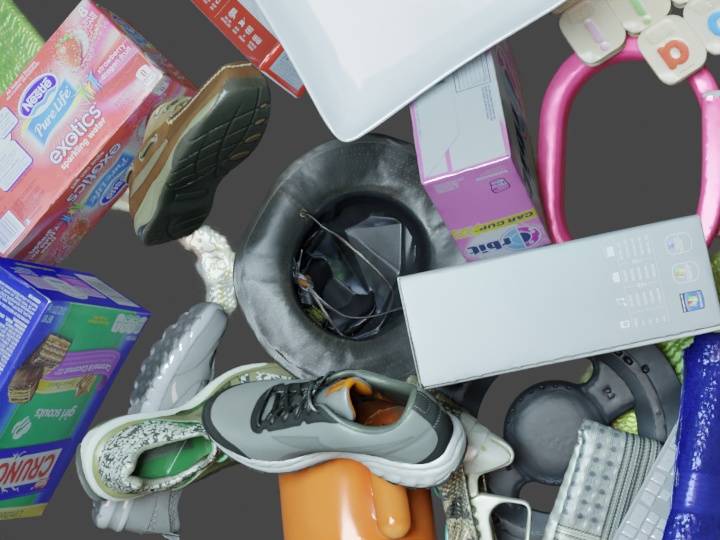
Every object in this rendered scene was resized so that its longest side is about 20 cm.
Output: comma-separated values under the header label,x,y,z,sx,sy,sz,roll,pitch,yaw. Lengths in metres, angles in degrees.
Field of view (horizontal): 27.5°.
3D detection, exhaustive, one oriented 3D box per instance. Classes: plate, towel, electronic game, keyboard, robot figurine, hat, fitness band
label,x,y,z,sx,sy,sz,roll,pitch,yaw
plate,0.022,-0.220,1.029,0.200,0.032,0.200,-33,81,11
towel,0.271,0.151,1.024,0.147,0.050,0.201,16,80,-28
electronic game,0.148,0.123,1.112,0.199,0.042,0.201,0,91,9
keyboard,0.249,0.127,1.055,0.056,0.011,0.200,33,70,3
robot figurine,-0.002,0.182,1.104,0.144,0.117,0.201,-20,66,30
hat,0.000,0.000,1.136,0.200,0.081,0.201,1,80,-4
towel,0.221,0.229,1.072,0.192,0.035,0.201,17,90,-2
fitness band,0.205,-0.080,1.114,0.143,0.037,0.201,2,85,16

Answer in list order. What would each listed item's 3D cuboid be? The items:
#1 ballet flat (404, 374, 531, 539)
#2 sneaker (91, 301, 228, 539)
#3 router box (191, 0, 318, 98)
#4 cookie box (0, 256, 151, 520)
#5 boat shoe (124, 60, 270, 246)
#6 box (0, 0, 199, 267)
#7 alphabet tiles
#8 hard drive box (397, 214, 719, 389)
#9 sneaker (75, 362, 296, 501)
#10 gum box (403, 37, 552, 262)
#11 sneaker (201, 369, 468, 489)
label,x,y,z,sx,sy,sz,roll,pitch,yaw
ballet flat,0.085,0.167,1.062,0.075,0.068,0.201,-14,84,20
sneaker,-0.147,0.123,1.195,0.082,0.075,0.200,24,88,-18
router box,-0.049,-0.255,1.144,0.180,0.049,0.200,-50,43,7
cookie box,-0.276,0.098,1.170,0.075,0.171,0.200,32,96,19
boat shoe,-0.140,-0.100,1.158,0.200,0.076,0.074,-49,62,43
box,-0.239,-0.110,1.212,0.103,0.095,0.200,44,98,14
alphabet tiles,0.231,-0.244,1.114,0.200,0.015,0.196,-33,69,5
hard drive box,0.133,0.024,1.011,0.199,0.156,0.077,-12,87,3
sneaker,-0.111,0.130,1.122,0.200,0.089,0.077,-22,103,-24
gum box,0.080,-0.120,1.076,0.066,0.114,0.200,-16,55,14
sneaker,-0.025,0.098,1.028,0.200,0.079,0.074,1,51,28
